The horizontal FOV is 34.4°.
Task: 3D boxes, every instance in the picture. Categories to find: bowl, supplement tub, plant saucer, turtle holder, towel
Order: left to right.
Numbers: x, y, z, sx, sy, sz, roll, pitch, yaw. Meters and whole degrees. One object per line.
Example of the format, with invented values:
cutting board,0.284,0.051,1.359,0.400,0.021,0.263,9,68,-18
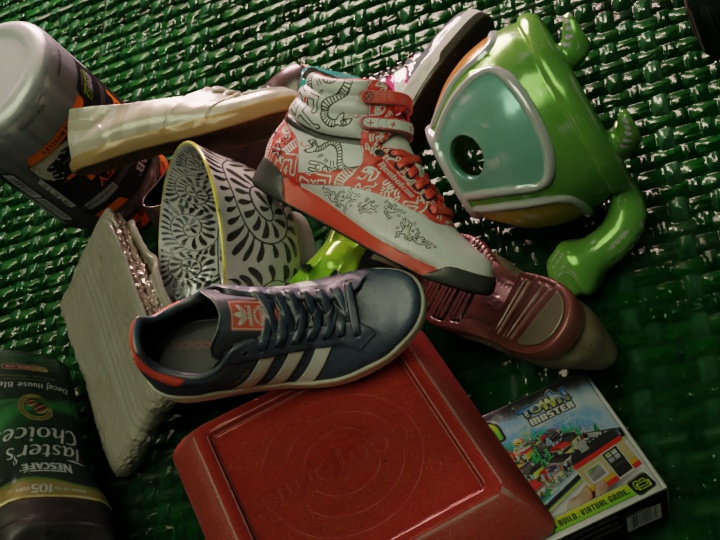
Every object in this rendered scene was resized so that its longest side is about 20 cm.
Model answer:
supplement tub,-0.262,-0.116,1.028,0.122,0.200,0.123,-13,60,24
towel,-0.199,0.057,0.972,0.133,0.034,0.200,-56,45,35
bowl,-0.092,0.000,0.917,0.094,0.201,0.201,-2,52,-22
plant saucer,-0.010,0.131,0.748,0.199,0.037,0.200,-26,45,-8
turtle holder,0.132,-0.086,0.848,0.131,0.186,0.141,-29,22,12

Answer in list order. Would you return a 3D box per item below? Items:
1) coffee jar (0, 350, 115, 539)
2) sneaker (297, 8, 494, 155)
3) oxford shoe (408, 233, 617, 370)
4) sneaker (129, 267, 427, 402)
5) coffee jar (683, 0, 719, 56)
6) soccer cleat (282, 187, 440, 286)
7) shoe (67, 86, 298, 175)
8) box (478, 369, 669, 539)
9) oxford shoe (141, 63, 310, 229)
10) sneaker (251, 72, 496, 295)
coffee jar,-0.264,0.159,0.922,0.085,0.104,0.200,-55,44,26
sneaker,0.014,-0.151,0.971,0.121,0.084,0.200,36,86,28
oxford shoe,0.102,0.029,0.835,0.071,0.075,0.200,-57,33,1
sneaker,-0.057,0.037,0.758,0.199,0.085,0.075,-17,64,6
coffee jar,0.326,-0.232,0.823,0.199,0.104,0.086,-17,60,20
soccer cleat,0.000,0.000,0.891,0.067,0.081,0.200,19,45,26
shoe,-0.143,-0.124,0.937,0.199,0.070,0.054,-12,83,5
box,0.083,0.151,0.750,0.199,0.035,0.110,-24,44,-6
oxford shoe,-0.110,-0.109,1.019,0.071,0.073,0.200,34,84,38
sneaker,0.023,-0.068,0.809,0.201,0.067,0.108,29,95,26
